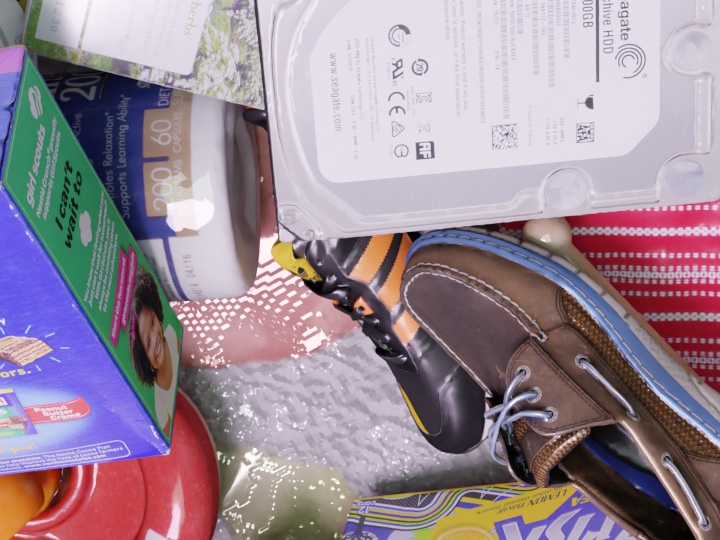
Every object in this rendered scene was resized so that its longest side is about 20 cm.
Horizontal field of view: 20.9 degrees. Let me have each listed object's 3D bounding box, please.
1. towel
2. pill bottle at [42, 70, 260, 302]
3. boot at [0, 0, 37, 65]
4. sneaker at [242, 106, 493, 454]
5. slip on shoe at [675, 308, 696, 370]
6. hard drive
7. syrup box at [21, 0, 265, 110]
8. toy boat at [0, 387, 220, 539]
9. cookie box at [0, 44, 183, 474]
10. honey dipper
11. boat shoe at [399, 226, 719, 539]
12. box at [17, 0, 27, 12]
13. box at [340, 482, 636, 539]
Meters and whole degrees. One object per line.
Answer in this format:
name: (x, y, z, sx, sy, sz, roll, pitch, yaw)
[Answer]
towel: (0.134, 0.010, 0.897, 0.143, 0.023, 0.201, 3, 116, 13)
pill bottle: (-0.152, -0.037, 0.926, 0.198, 0.111, 0.112, -4, 104, 6)
boot: (-0.240, -0.120, 0.875, 0.199, 0.095, 0.074, 31, 135, 35)
sneaker: (0.000, 0.000, 0.926, 0.090, 0.070, 0.202, -20, 99, -28)
slip on shoe: (0.236, 0.044, 0.939, 0.198, 0.061, 0.075, 15, 105, 1)
hard drive: (0.057, -0.087, 0.801, 0.198, 0.038, 0.141, -5, 117, -3)
syrup box: (-0.039, -0.121, 0.842, 0.198, 0.082, 0.079, 12, 119, -12)
toy boat: (-0.168, 0.102, 0.954, 0.199, 0.131, 0.131, 20, 106, 0)
cookie box: (-0.186, 0.008, 0.829, 0.170, 0.076, 0.200, -8, 144, 11)
honey dipper: (0.146, 0.047, 0.882, 0.038, 0.038, 0.200, -41, 98, 14)
boat shoe: (0.093, 0.056, 0.851, 0.199, 0.072, 0.072, 34, 140, 12)
box: (-0.094, -0.168, 0.908, 0.199, 0.075, 0.050, -21, 100, 11)
box: (0.088, 0.146, 0.941, 0.199, 0.070, 0.065, -8, 126, 24)
